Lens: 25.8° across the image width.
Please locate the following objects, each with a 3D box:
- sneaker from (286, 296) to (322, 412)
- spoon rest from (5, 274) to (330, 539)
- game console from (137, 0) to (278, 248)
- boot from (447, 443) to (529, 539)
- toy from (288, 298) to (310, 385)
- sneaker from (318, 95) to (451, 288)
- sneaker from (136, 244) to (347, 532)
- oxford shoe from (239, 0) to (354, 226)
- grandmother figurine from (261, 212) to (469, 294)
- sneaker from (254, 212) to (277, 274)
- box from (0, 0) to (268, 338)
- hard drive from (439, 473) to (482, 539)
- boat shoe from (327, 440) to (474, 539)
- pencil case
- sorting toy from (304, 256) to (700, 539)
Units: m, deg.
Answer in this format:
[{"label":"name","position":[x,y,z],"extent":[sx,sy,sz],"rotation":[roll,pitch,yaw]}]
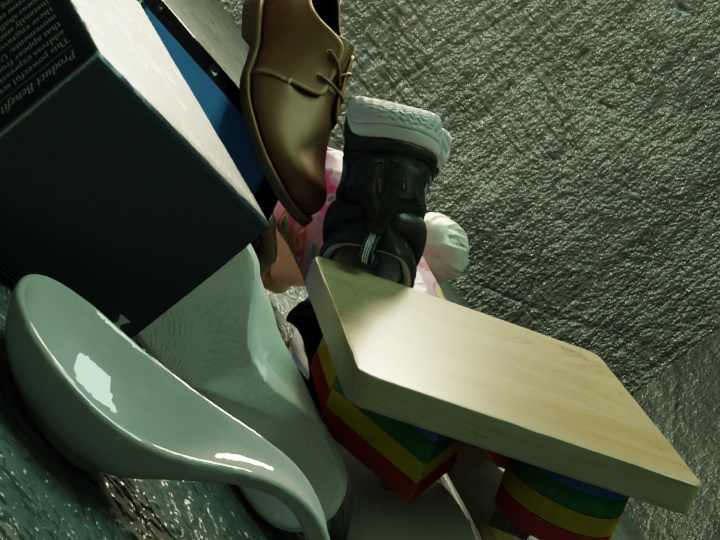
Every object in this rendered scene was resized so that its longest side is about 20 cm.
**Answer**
[{"label":"sneaker","position":[0.008,0.106,1.150],"extent":[0.077,0.070,0.202],"rotation":[-13,73,-44]},{"label":"spoon rest","position":[-0.074,0.076,0.655],"extent":[0.201,0.060,0.100],"rotation":[51,6,-23]},{"label":"game console","position":[-0.098,-0.059,0.961],"extent":[0.200,0.119,0.172],"rotation":[47,-3,-39]},{"label":"boot","position":[0.046,0.152,1.072],"extent":[0.145,0.071,0.201],"rotation":[29,-35,8]},{"label":"toy","position":[-0.004,0.077,1.268],"extent":[0.116,0.047,0.200],"rotation":[51,5,-8]},{"label":"sneaker","position":[0.013,-0.046,1.035],"extent":[0.074,0.115,0.200],"rotation":[13,0,4]},{"label":"sneaker","position":[-0.069,0.049,0.857],"extent":[0.088,0.075,0.202],"rotation":[52,12,-82]},{"label":"oxford shoe","position":[-0.037,-0.122,1.051],"extent":[0.071,0.071,0.202],"rotation":[45,32,-49]},{"label":"grandmother figurine","position":[0.001,-0.020,1.219],"extent":[0.060,0.198,0.123],"rotation":[-18,106,-46]},{"label":"sneaker","position":[-0.106,-0.053,1.082],"extent":[0.089,0.081,0.200],"rotation":[53,6,29]},{"label":"box","position":[-0.155,-0.087,0.766],"extent":[0.148,0.107,0.201],"rotation":[46,9,-50]},{"label":"hard drive","position":[0.077,0.219,0.929],"extent":[0.201,0.033,0.141],"rotation":[-119,-170,-54]},{"label":"boat shoe","position":[0.014,0.155,0.884],"extent":[0.200,0.071,0.069],"rotation":[-130,-144,-62]},{"label":"pencil case","position":[0.000,0.000,1.103],"extent":[0.087,0.087,0.201],"rotation":[46,9,-45]},{"label":"sorting toy","position":[0.063,0.082,0.896],"extent":[0.198,0.070,0.199],"rotation":[20,14,-14]}]
